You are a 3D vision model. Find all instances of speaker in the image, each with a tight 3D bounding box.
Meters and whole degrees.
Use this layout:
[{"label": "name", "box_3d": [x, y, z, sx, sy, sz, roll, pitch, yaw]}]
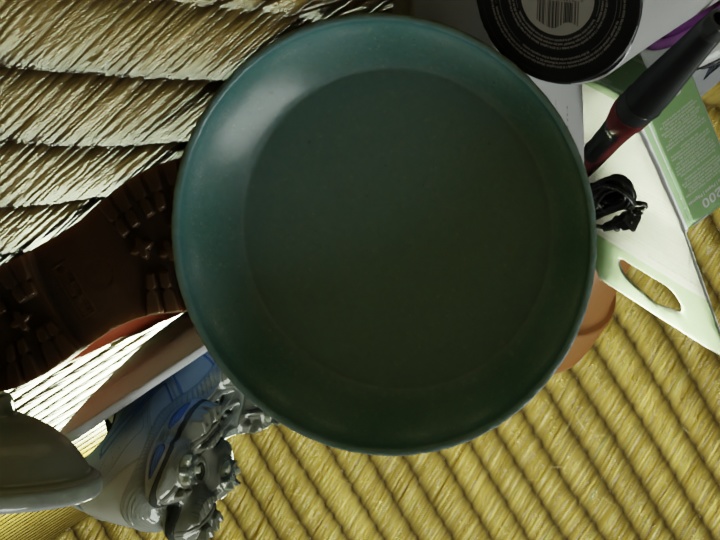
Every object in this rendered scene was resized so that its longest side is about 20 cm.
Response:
[{"label": "speaker", "box_3d": [0.130, -0.148, 0.974, 0.081, 0.081, 0.200, -35, 180, 33]}]

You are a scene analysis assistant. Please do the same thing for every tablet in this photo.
[{"label": "tablet", "box_3d": [-0.069, 0.018, 1.101, 0.200, 0.014, 0.130, -33, -171, 29]}]

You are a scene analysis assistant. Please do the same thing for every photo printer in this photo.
[{"label": "photo printer", "box_3d": [0.070, -0.067, 1.052, 0.069, 0.168, 0.200, -1, -177, 15]}]

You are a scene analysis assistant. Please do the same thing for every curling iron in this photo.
[{"label": "curling iron", "box_3d": [0.151, -0.078, 1.079, 0.026, 0.049, 0.200, -55, 175, -31]}]

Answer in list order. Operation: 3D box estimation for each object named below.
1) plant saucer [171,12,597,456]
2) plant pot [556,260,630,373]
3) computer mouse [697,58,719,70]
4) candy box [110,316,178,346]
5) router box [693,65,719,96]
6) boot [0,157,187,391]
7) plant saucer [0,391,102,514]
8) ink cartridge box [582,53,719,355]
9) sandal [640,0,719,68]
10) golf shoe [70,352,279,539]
[{"label": "plant saucer", "box_3d": [0.012, -0.017, 0.947, 0.200, 0.201, 0.036, -33, 178, 18]}, {"label": "plant pot", "box_3d": [0.124, -0.046, 1.491, 0.140, 0.200, 0.200, -51, 165, 32]}, {"label": "computer mouse", "box_3d": [0.246, -0.166, 1.184, 0.138, 0.053, 0.200, -23, -176, 14]}, {"label": "candy box", "box_3d": [-0.055, -0.040, 1.144, 0.200, 0.057, 0.117, -33, 176, 32]}, {"label": "router box", "box_3d": [0.231, -0.169, 1.363, 0.200, 0.049, 0.180, -41, 168, -13]}, {"label": "boot", "box_3d": [-0.116, -0.004, 1.078, 0.199, 0.075, 0.107, -24, 179, 6]}, {"label": "plant saucer", "box_3d": [-0.228, 0.084, 1.036, 0.199, 0.051, 0.200, 3, -178, 0]}, {"label": "ink cartridge box", "box_3d": [0.162, -0.056, 1.212, 0.048, 0.201, 0.145, -37, -146, -11]}, {"label": "sandal", "box_3d": [0.188, -0.177, 1.127, 0.082, 0.050, 0.203, -21, -152, 25]}, {"label": "golf shoe", "box_3d": [-0.096, 0.068, 1.155, 0.097, 0.079, 0.200, 0, -149, 27]}]
